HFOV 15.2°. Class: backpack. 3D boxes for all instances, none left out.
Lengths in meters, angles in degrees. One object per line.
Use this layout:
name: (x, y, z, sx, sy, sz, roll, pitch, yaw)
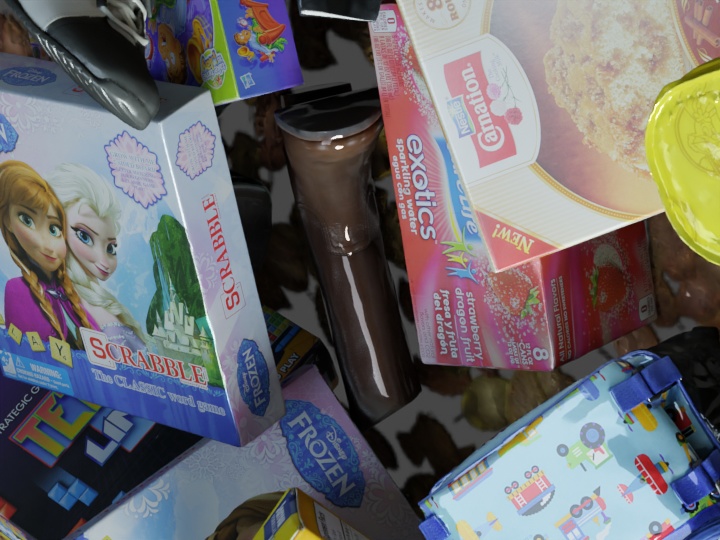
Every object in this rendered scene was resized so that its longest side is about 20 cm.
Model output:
backpack: (0.150, 0.156, 1.391, 0.182, 0.134, 0.201, -34, 82, 24)

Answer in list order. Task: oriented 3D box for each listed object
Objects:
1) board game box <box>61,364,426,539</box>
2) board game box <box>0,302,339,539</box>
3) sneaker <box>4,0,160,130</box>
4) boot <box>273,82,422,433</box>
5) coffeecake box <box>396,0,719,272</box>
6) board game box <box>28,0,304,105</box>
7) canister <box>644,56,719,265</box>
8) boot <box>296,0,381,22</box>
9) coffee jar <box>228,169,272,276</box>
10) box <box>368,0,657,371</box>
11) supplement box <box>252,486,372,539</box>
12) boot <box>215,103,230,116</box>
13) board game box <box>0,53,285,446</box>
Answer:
board game box: (-0.052, 0.191, 1.519, 0.201, 0.199, 0.041, 55, 169, -5)
board game box: (-0.138, 0.088, 1.612, 0.165, 0.200, 0.057, 30, 159, 29)
sneaker: (-0.140, -0.155, 1.392, 0.088, 0.074, 0.200, -38, 51, 2)
boot: (0.000, 0.000, 1.496, 0.064, 0.186, 0.201, -10, 98, -1)
coffeecake box: (0.131, -0.106, 1.303, 0.199, 0.073, 0.154, -21, 93, 3)
board game box: (-0.118, -0.150, 1.481, 0.199, 0.045, 0.135, -9, 95, 54)
canister: (0.232, -0.082, 1.144, 0.148, 0.200, 0.087, -16, 100, 41)
boot: (-0.024, -0.212, 1.394, 0.065, 0.200, 0.166, -11, 98, 1)
coffee jar: (-0.157, -0.047, 1.610, 0.199, 0.104, 0.086, 23, 103, 28)
box: (0.081, -0.056, 1.424, 0.095, 0.099, 0.201, 3, 107, 41)
supplement box: (0.015, 0.224, 1.445, 0.199, 0.109, 0.110, 35, 93, -7)
boot: (-0.110, -0.207, 1.557, 0.199, 0.073, 0.163, 57, 136, 17)
board game box: (-0.144, -0.016, 1.489, 0.199, 0.041, 0.201, 12, 126, 40)
